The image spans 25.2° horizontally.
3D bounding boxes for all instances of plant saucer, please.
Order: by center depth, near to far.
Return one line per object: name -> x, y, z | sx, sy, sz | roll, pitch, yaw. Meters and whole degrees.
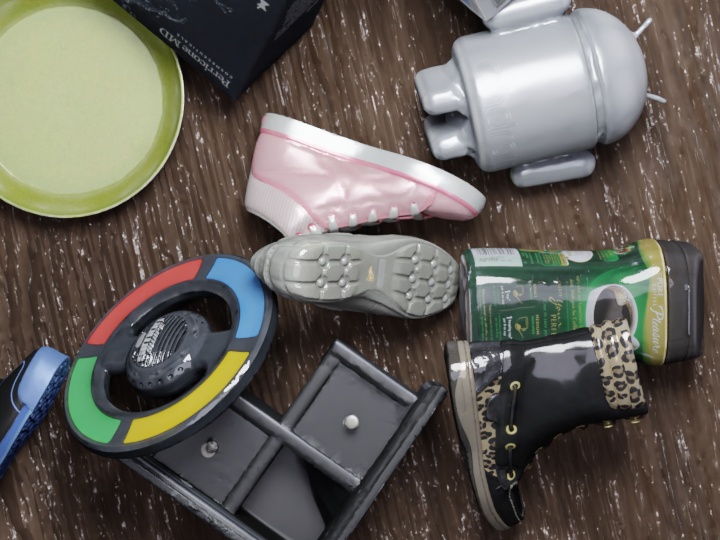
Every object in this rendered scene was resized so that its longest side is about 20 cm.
plant saucer -> -0.246, -0.144, 1.356 | 0.199, 0.031, 0.201 | 0, 90, 0

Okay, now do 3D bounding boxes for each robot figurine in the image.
robot figurine -> 0.147, -0.147, 1.312 | 0.199, 0.113, 0.170 | -14, 121, 1

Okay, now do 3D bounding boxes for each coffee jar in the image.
coffee jar -> 0.182, 0.029, 1.322 | 0.199, 0.085, 0.105 | -3, 103, -1

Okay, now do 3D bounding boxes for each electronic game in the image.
electronic game -> -0.153, 0.066, 1.288 | 0.200, 0.200, 0.042 | -37, 127, 0

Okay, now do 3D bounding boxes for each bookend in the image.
bookend -> -0.064, 0.123, 1.324 | 0.198, 0.092, 0.200 | 36, 89, 1

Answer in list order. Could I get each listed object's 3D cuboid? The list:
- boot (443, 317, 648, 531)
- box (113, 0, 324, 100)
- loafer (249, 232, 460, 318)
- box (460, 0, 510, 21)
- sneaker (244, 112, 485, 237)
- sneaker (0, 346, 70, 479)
boot -> 0.154, 0.122, 1.288 | 0.150, 0.073, 0.201 | -13, 126, 5
box -> -0.114, -0.274, 1.259 | 0.196, 0.200, 0.118 | 39, 59, 1
loafer -> 0.000, 0.000, 1.301 | 0.199, 0.070, 0.070 | 9, 93, -44
box -> 0.059, -0.311, 1.272 | 0.101, 0.113, 0.200 | -43, 57, -1
sneaker -> -0.003, -0.052, 1.332 | 0.199, 0.075, 0.105 | 19, 86, 8
sneaker -> -0.317, 0.132, 1.323 | 0.078, 0.070, 0.200 | 36, 104, 1
